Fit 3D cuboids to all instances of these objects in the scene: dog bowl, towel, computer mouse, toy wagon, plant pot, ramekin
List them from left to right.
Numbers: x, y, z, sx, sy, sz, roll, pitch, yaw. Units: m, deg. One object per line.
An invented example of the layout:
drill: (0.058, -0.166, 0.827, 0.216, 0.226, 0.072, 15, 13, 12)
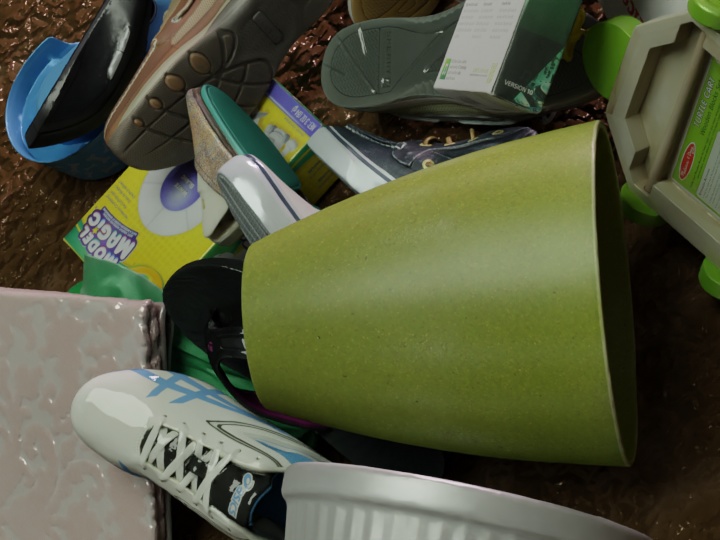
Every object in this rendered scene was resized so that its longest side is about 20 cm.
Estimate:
towel: (-0.192, 0.110, 1.738, 0.190, 0.032, 0.201, 2, 95, 36)
computer mouse: (-0.147, -0.162, 1.823, 0.200, 0.046, 0.140, -61, 9, -14)
dog bowl: (-0.151, -0.142, 1.912, 0.200, 0.050, 0.112, -42, 47, 7)
plant pot: (0.042, 0.021, 1.536, 0.199, 0.187, 0.188, -5, 58, 11)
ramekin: (0.049, 0.167, 1.481, 0.202, 0.202, 0.095, 6, 78, 38)
toy wagon: (0.187, -0.085, 1.557, 0.200, 0.039, 0.156, 45, 138, 29)

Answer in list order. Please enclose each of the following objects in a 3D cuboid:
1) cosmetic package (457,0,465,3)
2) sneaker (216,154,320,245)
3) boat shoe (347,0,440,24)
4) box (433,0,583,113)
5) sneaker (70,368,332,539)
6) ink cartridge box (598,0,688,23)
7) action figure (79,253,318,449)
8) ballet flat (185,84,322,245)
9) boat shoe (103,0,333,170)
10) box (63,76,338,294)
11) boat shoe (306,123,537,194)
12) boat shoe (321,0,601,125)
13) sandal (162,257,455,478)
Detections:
cosmetic package: (0.031, -0.252, 1.749, 0.200, 0.085, 0.108, 31, 81, 5)
sneaker: (0.000, 0.000, 1.648, 0.071, 0.200, 0.073, -44, 5, -13)
boat shoe: (0.032, -0.242, 1.834, 0.069, 0.071, 0.201, -4, 66, 65)
box: (0.106, -0.189, 1.610, 0.144, 0.036, 0.201, -155, 84, -77)
sneaker: (-0.081, 0.113, 1.630, 0.199, 0.072, 0.072, 26, 96, 11)
ink cartridge box: (0.206, -0.218, 1.601, 0.200, 0.082, 0.147, 108, 150, -41)
action figure: (-0.084, 0.064, 1.711, 0.199, 0.055, 0.119, 15, 116, 30)
ballet flat: (-0.056, -0.027, 1.723, 0.067, 0.068, 0.200, -48, 69, 15)
boat shoe: (-0.093, -0.147, 1.802, 0.200, 0.076, 0.072, -47, 41, -11)
box: (-0.108, -0.037, 1.818, 0.200, 0.048, 0.117, -49, 46, 3)
boat shoe: (0.059, -0.055, 1.696, 0.200, 0.071, 0.091, 36, 86, 37)
boat shoe: (0.072, -0.124, 1.729, 0.201, 0.065, 0.075, -4, 77, 33)
sandal: (-0.035, 0.062, 1.619, 0.200, 0.048, 0.075, 35, 130, 11)
